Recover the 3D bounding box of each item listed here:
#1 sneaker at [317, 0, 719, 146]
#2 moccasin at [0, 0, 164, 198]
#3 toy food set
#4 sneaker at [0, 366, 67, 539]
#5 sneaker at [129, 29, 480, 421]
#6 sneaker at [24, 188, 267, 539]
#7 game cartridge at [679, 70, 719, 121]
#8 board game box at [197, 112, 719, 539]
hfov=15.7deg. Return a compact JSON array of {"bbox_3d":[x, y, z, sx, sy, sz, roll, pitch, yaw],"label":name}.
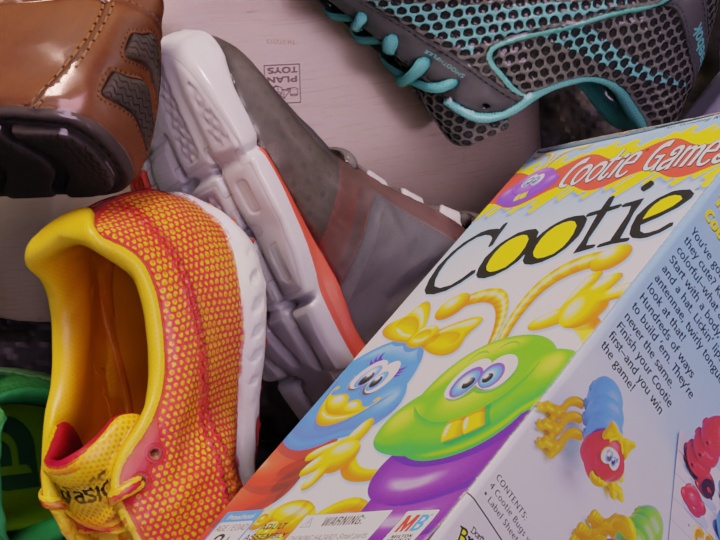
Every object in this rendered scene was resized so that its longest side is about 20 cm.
[{"bbox_3d":[0.025,-0.084,0.805,0.200,0.078,0.091,5,101,-15],"label":"sneaker"},{"bbox_3d":[-0.153,-0.062,0.778,0.074,0.201,0.078,49,44,-50],"label":"moccasin"},{"bbox_3d":[-0.033,-0.063,0.860,0.200,0.060,0.144,-4,100,-14],"label":"toy food set"},{"bbox_3d":[-0.145,0.059,0.773,0.200,0.084,0.074,-10,91,-40],"label":"sneaker"},{"bbox_3d":[0.000,0.000,0.822,0.082,0.077,0.200,-44,113,-29],"label":"sneaker"},{"bbox_3d":[-0.061,0.078,0.758,0.077,0.073,0.200,-10,86,-48],"label":"sneaker"},{"bbox_3d":[0.174,0.022,0.896,0.200,0.040,0.133,48,52,-8],"label":"game cartridge"},{"bbox_3d":[0.059,0.056,0.750,0.200,0.103,0.105,-48,115,-35],"label":"board game box"}]
